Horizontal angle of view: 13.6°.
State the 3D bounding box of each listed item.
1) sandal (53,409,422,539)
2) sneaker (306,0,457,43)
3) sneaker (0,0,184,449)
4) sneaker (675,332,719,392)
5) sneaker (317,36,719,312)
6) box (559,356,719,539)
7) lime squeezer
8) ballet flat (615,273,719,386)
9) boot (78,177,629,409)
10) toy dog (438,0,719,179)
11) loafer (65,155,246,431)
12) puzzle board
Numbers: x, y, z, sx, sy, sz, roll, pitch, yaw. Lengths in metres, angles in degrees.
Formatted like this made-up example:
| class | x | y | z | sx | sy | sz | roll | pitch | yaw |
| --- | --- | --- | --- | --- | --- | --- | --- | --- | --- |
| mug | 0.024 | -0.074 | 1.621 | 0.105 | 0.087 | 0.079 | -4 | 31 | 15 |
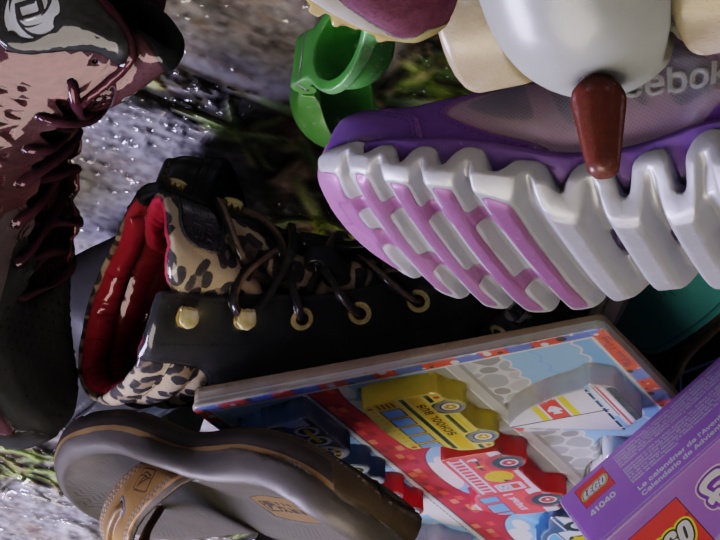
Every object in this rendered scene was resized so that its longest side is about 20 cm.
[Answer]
| class | x | y | z | sx | sy | sz | roll | pitch | yaw |
| --- | --- | --- | --- | --- | --- | --- | --- | --- | --- |
| sandal | -0.051 | 0.089 | 1.040 | 0.082 | 0.055 | 0.199 | 32 | 164 | -31 |
| sneaker | -0.013 | -0.155 | 0.742 | 0.090 | 0.075 | 0.201 | -27 | 99 | 22 |
| sneaker | -0.105 | -0.037 | 1.015 | 0.115 | 0.076 | 0.201 | -11 | 111 | 18 |
| sneaker | 0.098 | 0.067 | 1.178 | 0.077 | 0.071 | 0.200 | 16 | 151 | -21 |
| sneaker | 0.084 | -0.042 | 0.939 | 0.199 | 0.089 | 0.081 | -1 | 151 | 24 |
| box | 0.184 | 0.063 | 1.030 | 0.200 | 0.039 | 0.137 | -42 | 118 | 3 |
| lime squeezer | 0.009 | -0.063 | 1.011 | 0.070 | 0.038 | 0.200 | 23 | 158 | 10 |
| ballet flat | 0.101 | 0.010 | 1.089 | 0.069 | 0.063 | 0.200 | 42 | 149 | -5 |
| boot | 0.000 | 0.000 | 1.035 | 0.150 | 0.074 | 0.200 | 9 | 148 | -23 |
| toy dog | 0.046 | -0.102 | 0.835 | 0.131 | 0.097 | 0.200 | -28 | 133 | 30 |
| loafer | -0.089 | 0.019 | 1.163 | 0.072 | 0.073 | 0.200 | 19 | 144 | 1 |
| puzzle board | 0.051 | 0.071 | 1.075 | 0.150 | 0.018 | 0.200 | -11 | 154 | 22 |
